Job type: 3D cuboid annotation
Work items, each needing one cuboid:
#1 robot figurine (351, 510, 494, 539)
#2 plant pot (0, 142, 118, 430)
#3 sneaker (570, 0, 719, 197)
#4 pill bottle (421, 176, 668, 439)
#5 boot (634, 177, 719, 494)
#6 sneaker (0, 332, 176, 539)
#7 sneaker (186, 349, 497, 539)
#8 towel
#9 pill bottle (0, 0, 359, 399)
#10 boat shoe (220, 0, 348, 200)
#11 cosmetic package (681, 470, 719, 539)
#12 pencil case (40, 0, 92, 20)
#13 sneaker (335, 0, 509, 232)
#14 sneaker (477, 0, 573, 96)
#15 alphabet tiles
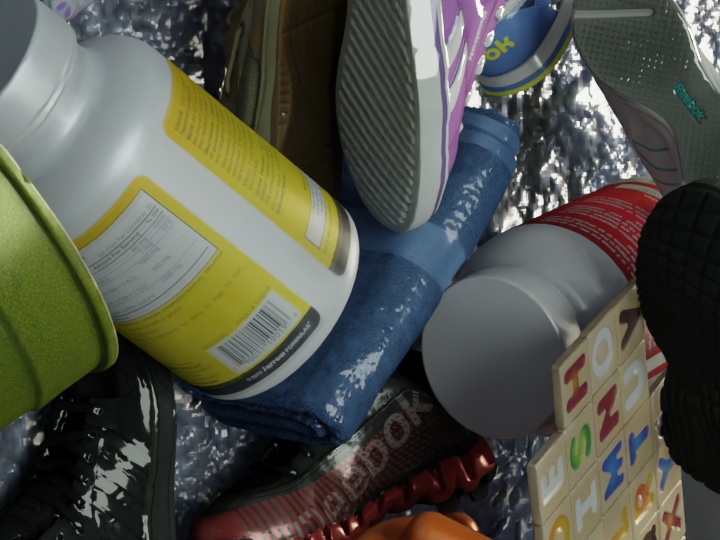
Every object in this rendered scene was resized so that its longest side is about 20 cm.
[{"bbox_3d":[0.019,0.200,1.276,0.116,0.200,0.145,-6,58,-23],"label":"robot figurine"},{"bbox_3d":[-0.238,0.024,1.073,0.193,0.200,0.201,-41,115,-19],"label":"plant pot"},{"bbox_3d":[0.181,-0.071,1.373,0.070,0.080,0.201,-31,89,3],"label":"sneaker"},{"bbox_3d":[0.117,0.022,1.367,0.200,0.112,0.113,-23,104,-56],"label":"pill bottle"},{"bbox_3d":[0.207,0.008,1.296,0.130,0.068,0.201,-37,139,-27],"label":"boot"},{"bbox_3d":[-0.140,0.119,1.220,0.104,0.060,0.202,-11,100,-43],"label":"sneaker"},{"bbox_3d":[-0.016,0.095,1.316,0.200,0.071,0.099,-21,103,-40],"label":"sneaker"},{"bbox_3d":[0.000,0.000,1.303,0.201,0.111,0.049,-57,134,-25],"label":"towel"},{"bbox_3d":[-0.102,-0.035,1.169,0.200,0.112,0.113,39,66,-32],"label":"pill bottle"},{"bbox_3d":[-0.040,-0.111,1.268,0.072,0.065,0.202,-15,120,-46],"label":"boat shoe"},{"bbox_3d":[0.228,0.148,1.493,0.085,0.107,0.201,30,73,-36],"label":"cosmetic package"},{"bbox_3d":[-0.111,-0.192,1.225,0.200,0.083,0.091,-40,99,-33],"label":"pencil case"},{"bbox_3d":[0.051,-0.121,1.245,0.114,0.072,0.202,-15,120,-34],"label":"sneaker"},{"bbox_3d":[0.096,-0.199,1.411,0.082,0.074,0.201,34,68,-32],"label":"sneaker"},{"bbox_3d":[0.126,0.115,1.282,0.167,0.007,0.202,-41,131,-51],"label":"alphabet tiles"}]
